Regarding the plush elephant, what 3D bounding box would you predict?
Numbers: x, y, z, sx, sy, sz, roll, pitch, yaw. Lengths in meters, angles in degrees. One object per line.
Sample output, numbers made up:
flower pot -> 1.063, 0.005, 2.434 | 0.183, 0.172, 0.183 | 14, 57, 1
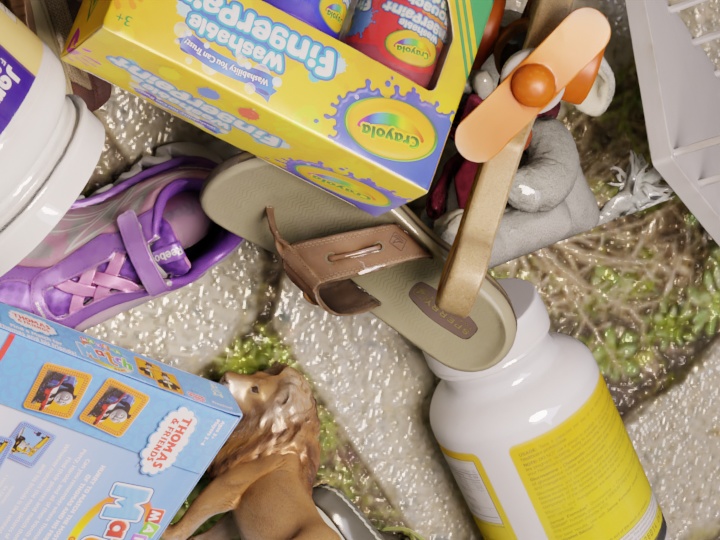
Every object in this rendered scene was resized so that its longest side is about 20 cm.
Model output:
plush elephant -> 0.082, -0.086, 1.630 | 0.200, 0.165, 0.155 | -20, 90, -17

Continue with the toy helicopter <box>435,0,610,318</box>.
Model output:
toy helicopter -> 0.082, -0.071, 1.475 | 0.079, 0.132, 0.200 | 19, 79, -6

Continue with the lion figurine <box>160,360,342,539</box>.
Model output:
lion figurine -> -0.049, 0.151, 1.587 | 0.122, 0.200, 0.072 | -39, 141, 7

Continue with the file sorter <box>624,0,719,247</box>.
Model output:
file sorter -> 0.259, -0.103, 1.681 | 0.200, 0.124, 0.139 | 41, 37, -55

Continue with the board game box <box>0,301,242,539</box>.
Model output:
board game box -> -0.189, 0.102, 1.532 | 0.200, 0.037, 0.151 | 23, 110, -32

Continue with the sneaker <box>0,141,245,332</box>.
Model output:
sneaker -> -0.142, -0.007, 1.544 | 0.200, 0.088, 0.081 | -32, 115, -22

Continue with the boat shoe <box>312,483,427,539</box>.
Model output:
boat shoe -> 0.022, 0.196, 1.692 | 0.060, 0.072, 0.202 | -46, 125, -16

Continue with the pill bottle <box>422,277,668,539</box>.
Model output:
pill bottle -> 0.111, 0.109, 1.706 | 0.112, 0.112, 0.200 | -35, 115, -22

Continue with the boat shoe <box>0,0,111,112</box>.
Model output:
boat shoe -> -0.178, -0.177, 1.507 | 0.072, 0.072, 0.200 | -27, 114, -37

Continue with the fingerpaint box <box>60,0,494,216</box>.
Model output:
fingerpaint box -> -0.035, -0.149, 1.456 | 0.200, 0.073, 0.167 | 27, 70, -18

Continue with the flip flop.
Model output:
flip flop -> 0.000, 0.000, 1.516 | 0.200, 0.081, 0.058 | 36, 38, -14

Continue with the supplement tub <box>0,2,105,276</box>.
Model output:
supplement tub -> -0.247, -0.097, 1.419 | 0.200, 0.145, 0.146 | 43, 76, -24
